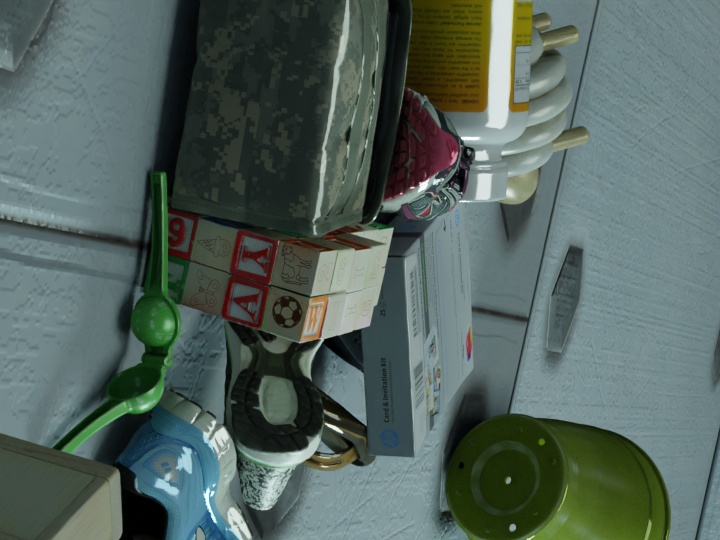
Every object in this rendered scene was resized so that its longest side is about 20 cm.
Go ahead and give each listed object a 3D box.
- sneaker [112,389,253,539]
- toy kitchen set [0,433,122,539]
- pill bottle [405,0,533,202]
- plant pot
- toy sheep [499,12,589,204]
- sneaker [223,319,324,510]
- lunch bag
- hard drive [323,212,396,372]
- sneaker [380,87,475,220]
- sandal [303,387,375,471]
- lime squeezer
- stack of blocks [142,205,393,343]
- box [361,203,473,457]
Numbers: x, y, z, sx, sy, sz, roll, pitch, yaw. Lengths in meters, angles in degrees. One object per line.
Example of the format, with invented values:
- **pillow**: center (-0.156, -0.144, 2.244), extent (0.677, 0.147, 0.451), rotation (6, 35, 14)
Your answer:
- **sneaker**: center (-0.127, 0.171, 1.410), extent (0.090, 0.078, 0.201), rotation (-40, 139, -30)
- **toy kitchen set**: center (-0.222, 0.189, 0.965), extent (0.163, 0.180, 0.201), rotation (-48, 146, -52)
- **pill bottle**: center (0.075, -0.156, 1.643), extent (0.111, 0.111, 0.201), rotation (-18, 111, -68)
- **plant pot**: center (0.179, 0.226, 2.118), extent (0.193, 0.200, 0.201), rotation (36, 67, -56)
- **toy sheep**: center (0.113, -0.148, 1.766), extent (0.138, 0.137, 0.201), rotation (-44, 128, -58)
- **sneaker**: center (-0.067, 0.083, 1.460), extent (0.200, 0.077, 0.089), rotation (-86, -169, -55)
- **lunch bag**: center (-0.034, -0.114, 1.402), extent (0.200, 0.117, 0.165), rotation (-22, 122, -74)
- **hard drive**: center (0.000, 0.000, 1.666), extent (0.200, 0.042, 0.135), rotation (54, 51, -64)
- **sneaker**: center (0.045, -0.077, 1.486), extent (0.200, 0.074, 0.081), rotation (164, -64, -83)
- **sandal**: center (-0.036, 0.121, 1.623), extent (0.055, 0.082, 0.200), rotation (-51, 163, -7)
- **lime squeezer**: center (-0.143, 0.042, 1.327), extent (0.071, 0.038, 0.201), rotation (33, 68, -36)
- **stack of blocks**: center (-0.044, -0.003, 1.425), extent (0.200, 0.115, 0.059), rotation (-9, 113, -68)
- **box**: center (0.045, 0.034, 1.651), extent (0.200, 0.041, 0.157), rotation (-46, 136, -66)
